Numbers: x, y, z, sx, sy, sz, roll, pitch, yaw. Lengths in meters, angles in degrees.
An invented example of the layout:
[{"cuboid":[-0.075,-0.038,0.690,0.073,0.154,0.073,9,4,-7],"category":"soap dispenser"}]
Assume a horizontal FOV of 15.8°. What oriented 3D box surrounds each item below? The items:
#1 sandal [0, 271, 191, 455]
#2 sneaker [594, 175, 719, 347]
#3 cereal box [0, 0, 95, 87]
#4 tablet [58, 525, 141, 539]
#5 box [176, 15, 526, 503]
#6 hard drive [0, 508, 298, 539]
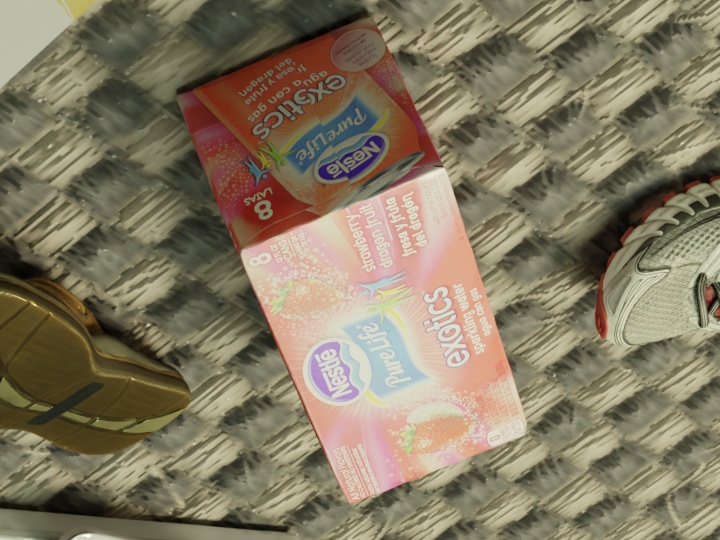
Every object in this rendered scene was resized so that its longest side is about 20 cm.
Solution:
[{"cuboid":[-0.145,0.034,1.166,0.080,0.054,0.200,-30,155,16],"category":"sandal"},{"cuboid":[0.210,-0.004,1.268,0.200,0.082,0.078,-18,140,-7],"category":"sneaker"},{"cuboid":[-0.203,-0.099,0.994,0.200,0.040,0.144,-41,137,19],"category":"cereal box"},{"cuboid":[-0.107,0.193,1.344,0.200,0.014,0.130,21,123,-40],"category":"tablet"},{"cuboid":[0.000,0.000,1.154,0.095,0.103,0.200,-23,141,-2],"category":"box"},{"cuboid":[-0.144,0.177,1.338,0.200,0.026,0.132,8,131,-33],"category":"hard drive"}]
